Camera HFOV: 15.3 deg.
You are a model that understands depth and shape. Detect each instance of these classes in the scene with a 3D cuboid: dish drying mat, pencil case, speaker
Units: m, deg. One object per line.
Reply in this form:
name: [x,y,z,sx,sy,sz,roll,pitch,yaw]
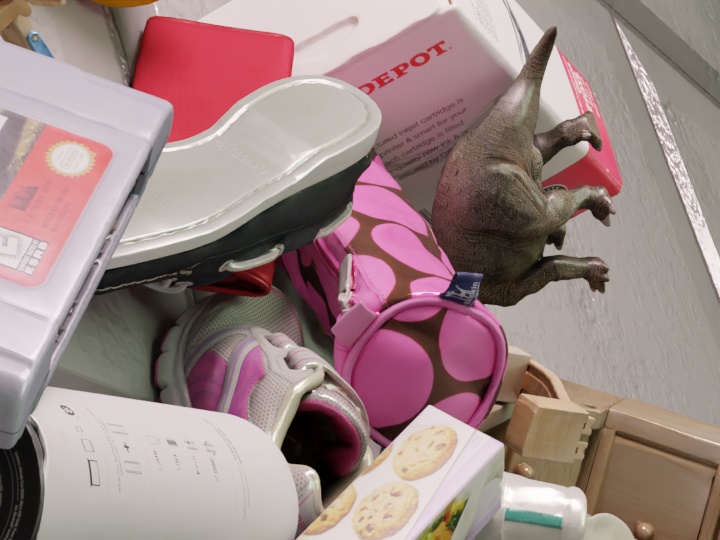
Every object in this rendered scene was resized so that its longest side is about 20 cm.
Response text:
dish drying mat: [-0.073,-0.056,1.252,0.201,0.076,0.018,-88,-173,-54]
pencil case: [0.000,0.000,1.260,0.093,0.091,0.200,25,15,-28]
speaker: [-0.097,0.084,0.973,0.200,0.081,0.082,15,51,-66]

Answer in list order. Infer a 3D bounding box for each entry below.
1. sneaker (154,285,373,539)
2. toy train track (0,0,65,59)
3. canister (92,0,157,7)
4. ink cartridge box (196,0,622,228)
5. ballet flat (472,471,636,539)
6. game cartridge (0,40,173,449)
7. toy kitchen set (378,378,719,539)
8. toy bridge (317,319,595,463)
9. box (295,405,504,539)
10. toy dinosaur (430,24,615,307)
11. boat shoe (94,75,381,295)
sneaker: [-0.034,0.071,1.144,0.081,0.088,0.201,52,22,-31]
toy train track: [-0.150,-0.091,1.112,0.114,0.033,0.201,26,-25,45]
canister: [-0.138,-0.241,1.275,0.148,0.086,0.201,34,36,-55]
ink cartridge box: [0.026,-0.085,1.413,0.200,0.144,0.085,41,27,-49]
ballet flat: [0.097,0.134,1.187,0.200,0.069,0.070,45,25,-64]
game cartridge: [-0.150,-0.023,0.920,0.200,0.132,0.041,-71,177,-56]
toy kitchen set: [0.113,0.159,1.332,0.180,0.199,0.164,-15,121,-70]
toy bridge: [0.053,0.048,1.302,0.067,0.027,0.200,10,11,-33]
box: [-0.013,0.128,1.035,0.200,0.041,0.039,-42,145,-37]
toy dinosaur: [0.072,-0.029,1.358,0.077,0.102,0.201,61,-29,35]
boat shoe: [-0.068,-0.022,1.139,0.199,0.061,0.076,-21,47,-37]
